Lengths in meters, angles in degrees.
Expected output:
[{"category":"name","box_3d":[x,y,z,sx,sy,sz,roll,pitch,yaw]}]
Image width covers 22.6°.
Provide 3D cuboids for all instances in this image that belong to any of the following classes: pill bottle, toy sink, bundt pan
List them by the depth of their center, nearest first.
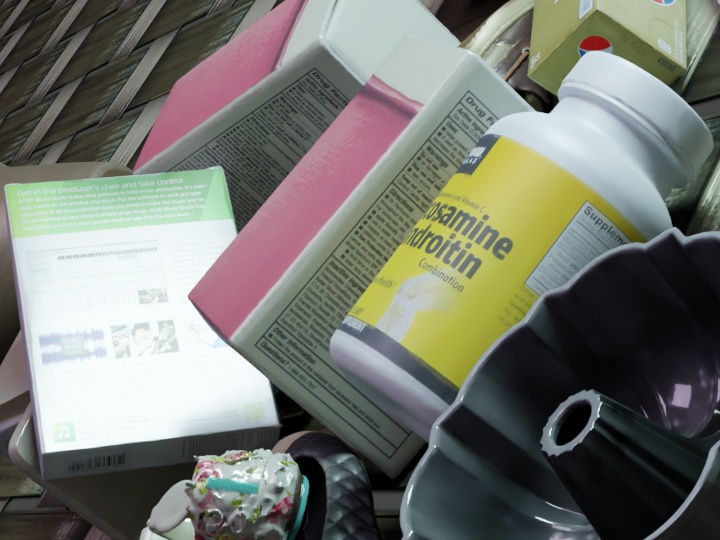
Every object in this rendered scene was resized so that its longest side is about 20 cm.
[{"category":"bundt pan","box_3d":[0.110,0.084,0.744,0.202,0.076,0.202,-39,25,22]},{"category":"pill bottle","box_3d":[0.083,-0.005,0.889,0.200,0.112,0.112,-53,22,-8]},{"category":"toy sink","box_3d":[-0.166,0.089,1.185,0.112,0.130,0.201,-25,33,45]}]

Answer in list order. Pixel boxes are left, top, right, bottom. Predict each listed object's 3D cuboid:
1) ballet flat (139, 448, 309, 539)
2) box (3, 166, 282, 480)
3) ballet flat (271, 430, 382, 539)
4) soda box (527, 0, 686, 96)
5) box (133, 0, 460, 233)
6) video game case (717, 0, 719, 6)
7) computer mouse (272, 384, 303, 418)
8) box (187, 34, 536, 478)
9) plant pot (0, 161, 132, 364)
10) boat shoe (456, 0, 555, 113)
[{"category":"ballet flat","box_3d":[-0.081,0.139,0.939,0.200,0.063,0.076,121,160,-55]},{"category":"box","box_3d":[-0.137,0.028,1.112,0.036,0.143,0.201,105,155,-54]},{"category":"ballet flat","box_3d":[-0.025,0.132,0.932,0.200,0.056,0.067,-123,49,-67]},{"category":"soda box","box_3d":[0.149,-0.178,1.076,0.064,0.068,0.201,-43,25,39]},{"category":"box","box_3d":[-0.036,-0.101,1.223,0.199,0.128,0.109,-30,29,38]},{"category":"video game case","box_3d":[0.253,-0.214,1.028,0.143,0.018,0.200,-40,24,20]},{"category":"computer mouse","box_3d":[0.000,0.000,1.127,0.200,0.044,0.110,-47,22,8]},{"category":"box","box_3d":[0.022,-0.011,0.993,0.200,0.128,0.109,-50,22,-3]},{"category":"plant pot","box_3d":[-0.258,-0.011,1.476,0.174,0.201,0.201,-16,36,27]},{"category":"boat shoe","box_3d":[0.083,-0.110,1.120,0.200,0.072,0.072,-41,-4,-44]}]
